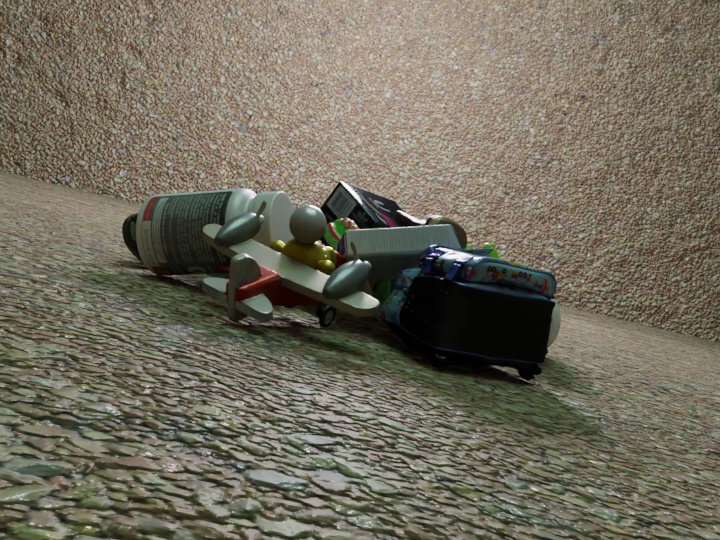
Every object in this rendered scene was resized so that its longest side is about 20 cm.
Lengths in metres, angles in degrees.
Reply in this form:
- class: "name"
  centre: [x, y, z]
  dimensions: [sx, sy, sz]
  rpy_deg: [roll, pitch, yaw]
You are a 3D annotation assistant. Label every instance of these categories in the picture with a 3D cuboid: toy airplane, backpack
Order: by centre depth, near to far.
- class: "toy airplane"
  centre: [-0.085, -0.009, 0.823]
  dimensions: [0.197, 0.143, 0.199]
  rpy_deg: [18, 9, -16]
- class: "backpack"
  centre: [0.123, 0.044, 0.894]
  dimensions: [0.180, 0.137, 0.199]
  rpy_deg: [11, 3, -27]

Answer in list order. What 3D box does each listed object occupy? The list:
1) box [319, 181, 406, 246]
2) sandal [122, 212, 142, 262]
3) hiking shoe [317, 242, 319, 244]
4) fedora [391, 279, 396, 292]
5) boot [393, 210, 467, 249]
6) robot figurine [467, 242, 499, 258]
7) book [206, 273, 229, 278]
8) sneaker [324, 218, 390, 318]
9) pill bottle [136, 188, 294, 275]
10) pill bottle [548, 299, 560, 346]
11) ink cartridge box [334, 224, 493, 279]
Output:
- class: "box"
  centre: [0.020, -0.072, 1.323]
  dimensions: [0.123, 0.106, 0.199]
  rpy_deg: [50, 21, 28]
- class: "sandal"
  centre: [-0.314, -0.039, 1.112]
  dimensions: [0.056, 0.081, 0.201]
  rpy_deg: [-4, -7, 14]
- class: "hiking shoe"
  centre: [-0.140, -0.046, 1.083]
  dimensions: [0.198, 0.076, 0.086]
  rpy_deg: [22, 9, 29]
- class: "fedora"
  centre: [0.082, 0.032, 1.206]
  dimensions: [0.199, 0.091, 0.176]
  rpy_deg: [30, -6, -42]
- class: "boot"
  centre: [0.108, -0.057, 1.183]
  dimensions: [0.166, 0.073, 0.200]
  rpy_deg: [36, -5, 37]
- class: "robot figurine"
  centre: [0.189, 0.021, 1.354]
  dimensions: [0.200, 0.174, 0.117]
  rpy_deg: [44, 30, -28]
- class: "book"
  centre: [-0.130, 0.019, 1.100]
  dimensions: [0.197, 0.049, 0.134]
  rpy_deg: [17, 5, -1]
- class: "sneaker"
  centre: [0.000, 0.000, 1.152]
  dimensions: [0.076, 0.084, 0.202]
  rpy_deg: [-20, 50, -4]
- class: "pill bottle"
  centre: [-0.196, -0.053, 0.979]
  dimensions: [0.196, 0.116, 0.114]
  rpy_deg: [-2, -1, 16]
- class: "pill bottle"
  centre: [0.250, 0.072, 1.097]
  dimensions: [0.111, 0.114, 0.200]
  rpy_deg: [14, 3, 10]
- class: "ink cartridge box"
  centre: [0.062, -0.023, 1.000]
  dimensions: [0.196, 0.044, 0.196]
  rpy_deg: [-4, -10, -10]
